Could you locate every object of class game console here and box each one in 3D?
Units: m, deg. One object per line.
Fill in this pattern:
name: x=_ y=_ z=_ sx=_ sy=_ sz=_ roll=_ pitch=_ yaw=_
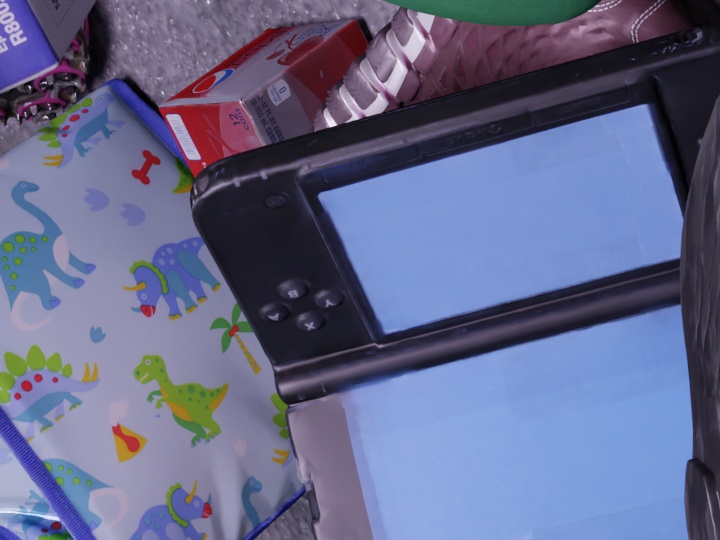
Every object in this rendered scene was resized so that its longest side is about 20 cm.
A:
game console: x=0.063 y=0.032 z=0.893 sx=0.176 sy=0.199 sz=0.117 roll=65 pitch=-167 yaw=-51

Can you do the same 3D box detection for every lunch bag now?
lunch bag: x=-0.112 y=0.046 z=1.190 sx=0.200 sy=0.170 sz=0.128 roll=44 pitch=148 yaw=8

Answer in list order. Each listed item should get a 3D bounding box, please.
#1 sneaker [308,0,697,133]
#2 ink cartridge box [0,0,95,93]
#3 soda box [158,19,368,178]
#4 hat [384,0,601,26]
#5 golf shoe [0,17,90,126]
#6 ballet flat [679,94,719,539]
sneaker: x=0.058 y=-0.053 z=0.959 sx=0.116 sy=0.076 sz=0.200 roll=46 pitch=148 yaw=4
ink cartridge box: x=-0.160 y=-0.174 z=0.996 sx=0.041 sy=0.200 sz=0.200 roll=-17 pitch=118 yaw=23
soda box: x=0.000 y=0.000 z=1.091 sx=0.063 sy=0.070 sz=0.200 roll=1 pitch=123 yaw=53
hat: x=0.068 y=-0.095 z=0.846 sx=0.176 sy=0.166 sz=0.200 roll=44 pitch=173 yaw=-18
golf shoe: x=-0.159 y=-0.137 z=1.177 sx=0.200 sy=0.072 sz=0.092 roll=94 pitch=169 yaw=-61
ballet flat: x=0.135 y=0.022 z=0.848 sx=0.067 sy=0.057 sz=0.201 roll=-116 pitch=21 yaw=-59
